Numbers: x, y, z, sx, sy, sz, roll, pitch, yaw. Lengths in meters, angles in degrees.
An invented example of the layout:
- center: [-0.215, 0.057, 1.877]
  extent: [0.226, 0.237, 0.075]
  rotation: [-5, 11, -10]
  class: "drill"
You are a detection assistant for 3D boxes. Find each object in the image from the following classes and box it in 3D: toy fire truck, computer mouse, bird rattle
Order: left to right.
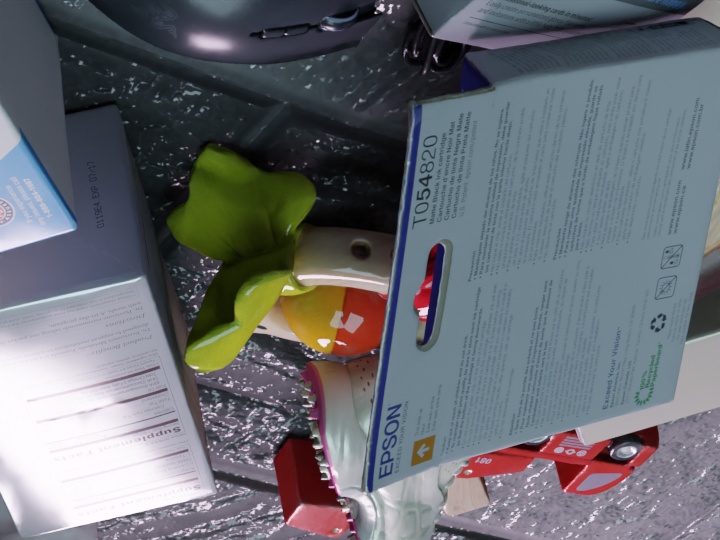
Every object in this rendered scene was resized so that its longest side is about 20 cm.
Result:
- center: [-0.017, -0.138, 0.987]
  extent: [0.200, 0.046, 0.140]
  rotation: [7, 140, -23]
  class: "computer mouse"
- center: [0.000, 0.000, 1.142]
  extent: [0.200, 0.113, 0.163]
  rotation: [-2, 164, -8]
  class: "bird rattle"
- center: [0.065, 0.113, 1.333]
  extent: [0.200, 0.049, 0.141]
  rotation: [11, 138, -29]
  class: "toy fire truck"

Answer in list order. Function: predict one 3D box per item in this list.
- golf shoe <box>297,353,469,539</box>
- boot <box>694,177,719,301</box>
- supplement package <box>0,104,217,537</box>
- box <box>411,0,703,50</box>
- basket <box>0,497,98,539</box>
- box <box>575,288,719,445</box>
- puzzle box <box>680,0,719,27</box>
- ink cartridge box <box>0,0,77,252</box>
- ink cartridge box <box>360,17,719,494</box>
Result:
- center: [0.027, 0.116, 1.233]
  extent: [0.092, 0.075, 0.200]
  rotation: [-18, 141, -1]
  class: "golf shoe"
- center: [0.218, -0.012, 1.149]
  extent: [0.166, 0.072, 0.200]
  rotation: [9, 135, -22]
  class: "boot"
- center: [-0.148, 0.031, 1.115]
  extent: [0.110, 0.114, 0.200]
  rotation: [-13, 142, -1]
  class: "supplement package"
- center: [0.136, -0.165, 0.958]
  extent: [0.200, 0.041, 0.156]
  rotation: [-38, 157, 29]
  class: "box"
- center: [-0.233, 0.202, 1.249]
  extent: [0.123, 0.200, 0.136]
  rotation: [-21, 142, 19]
  class: "basket"
- center: [0.207, 0.028, 1.245]
  extent: [0.200, 0.068, 0.082]
  rotation: [-16, 142, 6]
  class: "box"
- center: [0.145, -0.070, 1.137]
  extent: [0.133, 0.025, 0.200]
  rotation: [20, 133, -35]
  class: "puzzle box"
- center: [-0.241, -0.070, 0.949]
  extent: [0.200, 0.125, 0.129]
  rotation: [-17, 143, 6]
  class: "ink cartridge box"
- center: [0.079, -0.010, 1.017]
  extent: [0.200, 0.041, 0.200]
  rotation: [-12, 123, -36]
  class: "ink cartridge box"
